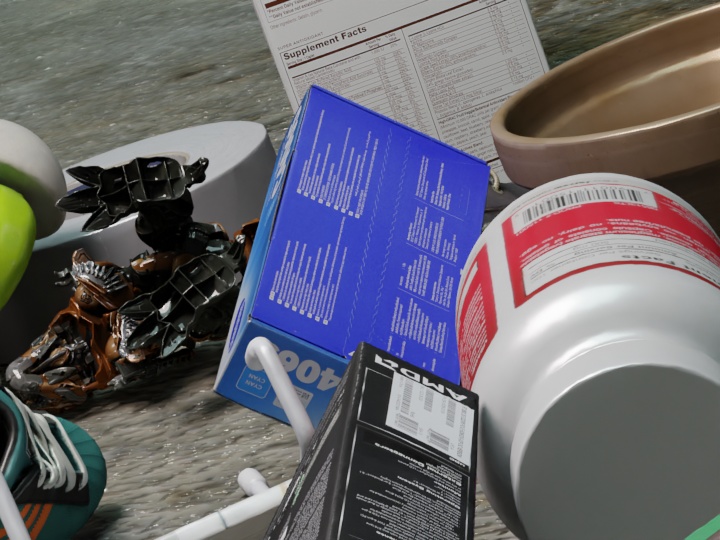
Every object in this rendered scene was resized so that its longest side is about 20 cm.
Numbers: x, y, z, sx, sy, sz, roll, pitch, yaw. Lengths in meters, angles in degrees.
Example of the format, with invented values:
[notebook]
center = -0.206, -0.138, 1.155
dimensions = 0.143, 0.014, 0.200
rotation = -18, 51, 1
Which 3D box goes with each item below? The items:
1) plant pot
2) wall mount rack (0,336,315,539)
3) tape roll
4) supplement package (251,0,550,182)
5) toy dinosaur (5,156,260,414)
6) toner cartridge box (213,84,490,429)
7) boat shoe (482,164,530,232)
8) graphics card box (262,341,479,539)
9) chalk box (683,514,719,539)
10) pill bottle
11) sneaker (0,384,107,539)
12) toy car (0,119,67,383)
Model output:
[plant pot]
center = 0.167, -0.057, 1.252
dimensions = 0.200, 0.093, 0.201
rotation = -18, 14, 5
[wall mount rack]
center = -0.081, 0.102, 1.069
dimensions = 0.199, 0.075, 0.174
rotation = -23, -23, -13
[tape roll]
center = -0.136, -0.018, 1.554
dimensions = 0.200, 0.066, 0.200
rotation = -19, 14, 5
[supplement package]
center = 0.017, -0.150, 1.561
dimensions = 0.147, 0.201, 0.191
rotation = -20, 16, 1
[toy dinosaur]
center = -0.091, 0.000, 1.351
dimensions = 0.200, 0.102, 0.136
rotation = -50, -18, -7
[toner cartridge box]
center = 0.000, 0.000, 1.182
dimensions = 0.095, 0.043, 0.200
rotation = 23, 32, -6
[boat shoe]
center = 0.047, -0.020, 1.311
dimensions = 0.200, 0.074, 0.074
rotation = -26, 16, -21
[graphics card box]
center = -0.011, 0.113, 0.837
dimensions = 0.051, 0.126, 0.200
rotation = 24, 16, -5
[chalk box]
center = 0.159, 0.083, 0.569
dimensions = 0.124, 0.201, 0.125
rotation = -30, 18, -32
[pill bottle]
center = 0.092, 0.041, 0.968
dimensions = 0.112, 0.113, 0.200
rotation = -18, 16, 6
[sneaker]
center = -0.153, 0.083, 1.118
dimensions = 0.080, 0.072, 0.200
rotation = -36, -13, 24
[toy car]
center = -0.258, -0.006, 1.399
dimensions = 0.200, 0.150, 0.176
rotation = -16, 46, 44
